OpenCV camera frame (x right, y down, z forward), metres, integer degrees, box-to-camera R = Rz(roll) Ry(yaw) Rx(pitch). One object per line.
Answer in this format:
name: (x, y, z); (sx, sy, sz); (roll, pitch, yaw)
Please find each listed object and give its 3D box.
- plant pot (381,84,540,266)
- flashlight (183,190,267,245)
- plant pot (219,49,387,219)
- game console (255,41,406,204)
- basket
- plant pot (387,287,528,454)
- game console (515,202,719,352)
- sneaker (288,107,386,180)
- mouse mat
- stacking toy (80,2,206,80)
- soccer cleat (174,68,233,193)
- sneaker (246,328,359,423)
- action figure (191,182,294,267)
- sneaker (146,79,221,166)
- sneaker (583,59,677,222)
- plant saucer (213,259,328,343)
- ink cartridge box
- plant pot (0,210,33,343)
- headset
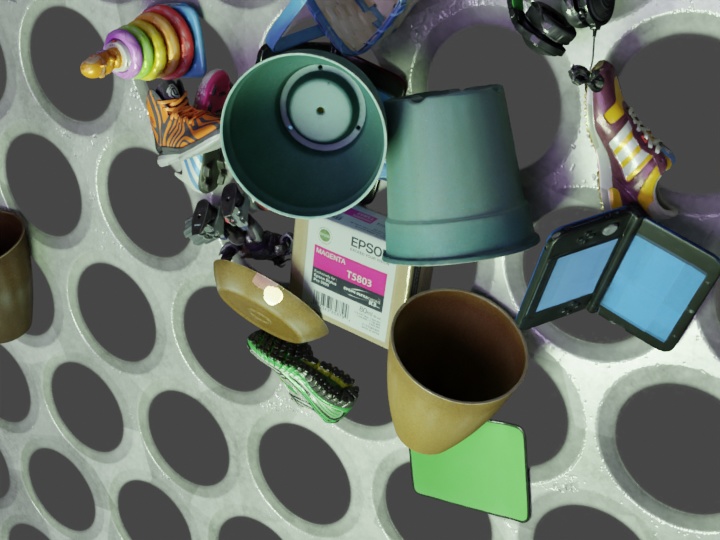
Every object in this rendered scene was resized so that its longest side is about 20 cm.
plant pot: (0.113, -0.122, 1.390); (0.199, 0.200, 0.198); (0, 102, 35)
flashlight: (-0.186, -0.093, 1.681); (0.199, 0.068, 0.068); (-25, 129, 35)
plant pot: (-0.057, -0.180, 1.370); (0.199, 0.134, 0.202); (4, 115, 9)
game console: (-0.058, -0.193, 1.521); (0.119, 0.171, 0.201); (50, 135, 41)
basket: (-0.013, -0.341, 1.358); (0.139, 0.200, 0.176); (51, 131, 5)
plant pot: (0.110, 0.160, 1.532); (0.186, 0.186, 0.201); (36, 140, 17)
game console: (0.298, 0.029, 1.329); (0.119, 0.170, 0.201); (61, 158, 30)
sneaker: (-0.015, -0.150, 1.496); (0.199, 0.074, 0.083); (24, 118, -3)
mouse mat: (0.156, 0.280, 1.651); (0.199, 0.008, 0.162); (8, 115, 32)
stacking toy: (-0.322, -0.308, 1.597); (0.115, 0.200, 0.111); (6, 114, 34)
soccer cleat: (-0.242, -0.210, 1.670); (0.086, 0.070, 0.201); (26, 124, 25)
sneaker: (-0.100, 0.165, 1.735); (0.200, 0.078, 0.085); (38, 128, 15)
action figure: (-0.162, -0.047, 1.634); (0.129, 0.200, 0.070); (-16, 60, 22)
sneaker: (-0.245, -0.213, 1.565); (0.199, 0.077, 0.113); (-8, 103, 51)
sneaker: (0.316, -0.149, 1.304); (0.090, 0.075, 0.201); (-3, 115, 28)
plant saucer: (-0.141, 0.054, 1.664); (0.199, 0.036, 0.200); (29, 164, 9)
ink cartridge box: (0.000, 0.000, 1.590); (0.199, 0.075, 0.166); (22, 123, 27)
plant pot: (-0.665, 0.026, 2.030); (0.186, 0.187, 0.201); (14, 133, 30)
headset: (0.225, -0.288, 1.261); (0.123, 0.094, 0.201); (-33, 67, 36)
